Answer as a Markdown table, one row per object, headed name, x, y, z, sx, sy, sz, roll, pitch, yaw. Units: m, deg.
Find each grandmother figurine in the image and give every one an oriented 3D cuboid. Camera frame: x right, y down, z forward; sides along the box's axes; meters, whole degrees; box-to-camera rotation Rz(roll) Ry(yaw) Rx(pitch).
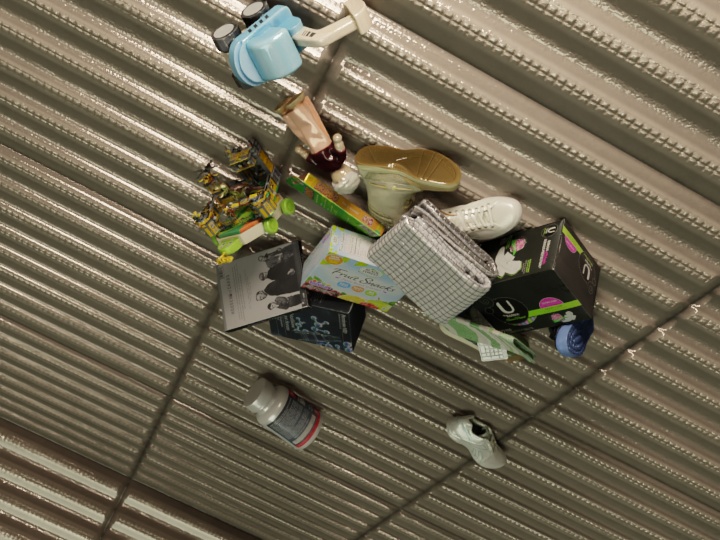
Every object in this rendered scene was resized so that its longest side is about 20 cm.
| name | x | y | z | sx | sy | sz | roll | pitch | yaw |
| --- | --- | --- | --- | --- | --- | --- | --- | --- | --- |
| grandmother figurine | -0.066 | -0.219 | 1.523 | 0.201 | 0.061 | 0.121 | 54 | 156 | -22 |

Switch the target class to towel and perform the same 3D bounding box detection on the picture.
| name | x | y | z | sx | sy | sz | roll | pitch | yaw |
| --- | --- | --- | --- | --- | --- | --- | --- | --- | --- |
| towel | 0.127 | -0.015 | 1.530 | 0.200 | 0.086 | 0.166 | 42 | 144 | -4 |
| towel | 0.233 | 0.124 | 1.671 | 0.199 | 0.024 | 0.152 | 20 | 171 | 34 |

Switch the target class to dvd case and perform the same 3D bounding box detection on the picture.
| name | x | y | z | sx | sy | sz | roll | pitch | yaw |
| --- | --- | --- | --- | --- | --- | --- | --- | --- | --- |
| dvd case | -0.206 | 0.033 | 1.817 | 0.198 | 0.152 | 0.025 | -17 | 160 | 17 |

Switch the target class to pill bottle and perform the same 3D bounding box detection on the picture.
| name | x | y | z | sx | sy | sz | roll | pitch | yaw |
| --- | --- | --- | --- | --- | --- | --- | --- | --- | --- |
| pill bottle | -0.209 | 0.380 | 2.311 | 0.200 | 0.120 | 0.119 | 40 | 140 | -22 |

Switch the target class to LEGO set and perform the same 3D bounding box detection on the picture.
| name | x | y | z | sx | sy | sz | roll | pitch | yaw |
| --- | --- | --- | --- | --- | --- | --- | --- | --- | --- |
| LEGO set | -0.249 | -0.163 | 1.637 | 0.198 | 0.155 | 0.116 | -11 | 133 | 31 |

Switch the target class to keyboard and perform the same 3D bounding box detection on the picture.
| name | x | y | z | sx | sy | sz | roll | pitch | yaw |
| --- | --- | --- | --- | --- | --- | --- | --- | --- | --- |
| keyboard | 0.254 | 0.095 | 1.748 | 0.056 | 0.011 | 0.202 | -10 | 112 | 13 |

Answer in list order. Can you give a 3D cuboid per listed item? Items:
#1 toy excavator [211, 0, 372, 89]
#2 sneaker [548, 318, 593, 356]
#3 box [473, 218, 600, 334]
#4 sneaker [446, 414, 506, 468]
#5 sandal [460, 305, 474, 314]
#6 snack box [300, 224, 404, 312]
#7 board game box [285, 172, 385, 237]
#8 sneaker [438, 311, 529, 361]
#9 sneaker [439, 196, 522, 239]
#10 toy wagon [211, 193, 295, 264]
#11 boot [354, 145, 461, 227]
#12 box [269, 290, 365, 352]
| name | x | y | z | sx | sy | sz | roll | pitch | yaw |
| --- | --- | --- | --- | --- | --- | --- | --- | --- | --- |
| toy excavator | -0.103 | -0.359 | 1.346 | 0.199 | 0.194 | 0.100 | 28 | 155 | 42 |
| sneaker | 0.388 | 0.118 | 1.640 | 0.077 | 0.200 | 0.071 | -7 | 98 | 28 |
| box | 0.318 | 0.018 | 1.596 | 0.199 | 0.125 | 0.149 | -16 | 130 | 41 |
| sneaker | 0.305 | 0.431 | 2.159 | 0.200 | 0.071 | 0.080 | 40 | 137 | -22 |
| sandal | 0.179 | 0.006 | 1.664 | 0.079 | 0.087 | 0.201 | -6 | 119 | 35 |
| snack box | 0.000 | 0.000 | 1.739 | 0.198 | 0.068 | 0.169 | 16 | 149 | -18 |
| board game box | -0.050 | -0.127 | 1.648 | 0.199 | 0.030 | 0.095 | 32 | 171 | -16 |
| sneaker | 0.263 | 0.124 | 1.798 | 0.198 | 0.068 | 0.090 | 20 | 149 | 7 |
| sneaker | 0.190 | -0.083 | 1.547 | 0.198 | 0.084 | 0.074 | -12 | 95 | 29 |
| toy wagon | -0.221 | -0.084 | 1.674 | 0.154 | 0.200 | 0.040 | -11 | 119 | 36 |
| boot | 0.093 | -0.141 | 1.554 | 0.198 | 0.072 | 0.155 | 13 | 142 | 23 |
| box | -0.098 | 0.077 | 1.891 | 0.198 | 0.108 | 0.149 | 11 | 141 | 13 |
